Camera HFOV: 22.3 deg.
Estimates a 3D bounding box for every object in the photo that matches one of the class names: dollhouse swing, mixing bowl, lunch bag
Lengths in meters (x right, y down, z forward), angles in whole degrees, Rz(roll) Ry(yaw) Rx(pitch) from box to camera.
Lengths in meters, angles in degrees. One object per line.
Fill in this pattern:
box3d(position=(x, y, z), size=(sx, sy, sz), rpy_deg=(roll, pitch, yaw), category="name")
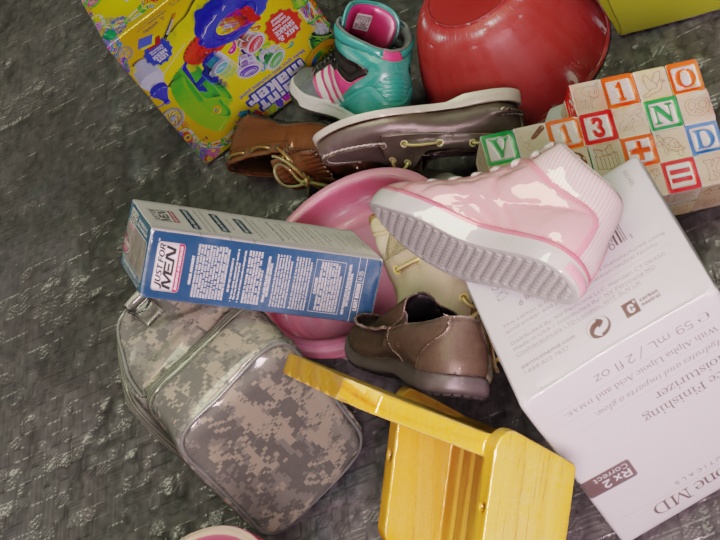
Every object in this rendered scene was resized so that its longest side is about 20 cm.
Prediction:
box3d(position=(0.033, 0.166, 1.351), size=(0.200, 0.175, 0.183), rpy_deg=(-163, 80, -68), category="dollhouse swing")
box3d(position=(0.131, -0.236, 1.770), size=(0.199, 0.108, 0.201), rpy_deg=(-19, 46, 21), category="mixing bowl")
box3d(position=(-0.113, 0.109, 1.580), size=(0.139, 0.200, 0.168), rpy_deg=(-43, 47, -5), category="lunch bag")

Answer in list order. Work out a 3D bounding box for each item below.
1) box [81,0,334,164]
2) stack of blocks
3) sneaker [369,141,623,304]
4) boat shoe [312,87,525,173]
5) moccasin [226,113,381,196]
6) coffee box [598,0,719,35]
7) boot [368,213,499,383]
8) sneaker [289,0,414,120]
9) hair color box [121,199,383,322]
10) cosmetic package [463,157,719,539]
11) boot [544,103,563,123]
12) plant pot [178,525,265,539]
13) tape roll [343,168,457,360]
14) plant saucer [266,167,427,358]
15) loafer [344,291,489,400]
box3d(position=(-0.152, -0.260, 1.930), size=(0.200, 0.193, 0.122), rpy_deg=(-37, 41, 3), category="box")
box3d(position=(0.202, -0.097, 1.551), size=(0.199, 0.059, 0.116), rpy_deg=(-13, 71, -4), category="stack of blocks")
box3d(position=(0.106, -0.047, 1.349), size=(0.199, 0.075, 0.105), rpy_deg=(18, 65, 40), category="sneaker")
box3d(position=(0.055, -0.121, 1.701), size=(0.199, 0.072, 0.060), rpy_deg=(-11, 82, 5), category="boat shoe")
box3d(position=(-0.060, -0.110, 1.825), size=(0.201, 0.074, 0.078), rpy_deg=(14, 72, 39), category="moccasin")
box3d(position=(0.297, -0.374, 1.699), size=(0.199, 0.200, 0.199), rpy_deg=(-12, 48, 28), category="coffee box")
box3d(position=(0.097, 0.016, 1.481), size=(0.199, 0.073, 0.157), rpy_deg=(-7, 95, 43), category="boot")
box3d(position=(-0.009, -0.210, 1.815), size=(0.200, 0.083, 0.122), rpy_deg=(29, 117, 54), category="sneaker")
box3d(position=(-0.092, -0.007, 1.525), size=(0.100, 0.199, 0.061), rpy_deg=(-137, 57, -67), category="hair color box")
box3d(position=(0.204, 0.062, 1.387), size=(0.164, 0.200, 0.165), rpy_deg=(-32, 41, 9), category="cosmetic package")
box3d(position=(0.201, -0.064, 1.598), size=(0.095, 0.074, 0.201), rpy_deg=(-1, 60, 26), category="boot")
box3d(position=(-0.078, 0.295, 1.405), size=(0.199, 0.179, 0.201), rpy_deg=(-19, 45, 20), category="plant pot")
box3d(position=(0.033, -0.005, 1.693), size=(0.202, 0.037, 0.204), rpy_deg=(-20, 44, 21), category="tape roll")
box3d(position=(0.000, 0.000, 1.646), size=(0.199, 0.051, 0.201), rpy_deg=(-19, 47, 21), category="plant saucer")
box3d(position=(0.050, 0.052, 1.425), size=(0.200, 0.073, 0.071), rpy_deg=(15, 96, 64), category="loafer")
